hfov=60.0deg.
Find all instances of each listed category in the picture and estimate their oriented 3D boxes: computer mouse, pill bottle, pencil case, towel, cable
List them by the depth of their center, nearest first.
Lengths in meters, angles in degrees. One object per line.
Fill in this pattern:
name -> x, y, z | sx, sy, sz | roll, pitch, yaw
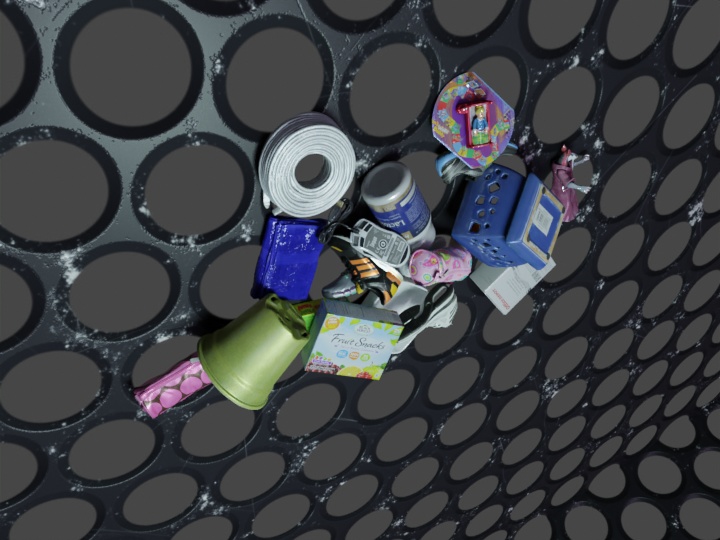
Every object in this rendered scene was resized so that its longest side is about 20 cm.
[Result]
cable -> -0.105, -0.205, 1.227 | 0.197, 0.069, 0.203 | -22, 132, -17
computer mouse -> 0.013, -0.068, 1.338 | 0.198, 0.044, 0.111 | 28, 81, -13
towel -> -0.151, -0.020, 1.350 | 0.145, 0.050, 0.203 | 1, 122, -32
pencil case -> -0.397, 0.238, 1.364 | 0.198, 0.091, 0.094 | -34, 172, -9
pill bottle -> 0.090, -0.133, 1.373 | 0.115, 0.116, 0.201 | -38, 134, -1
pencil case -> 0.187, -0.010, 1.435 | 0.199, 0.087, 0.088 | -7, 130, -58

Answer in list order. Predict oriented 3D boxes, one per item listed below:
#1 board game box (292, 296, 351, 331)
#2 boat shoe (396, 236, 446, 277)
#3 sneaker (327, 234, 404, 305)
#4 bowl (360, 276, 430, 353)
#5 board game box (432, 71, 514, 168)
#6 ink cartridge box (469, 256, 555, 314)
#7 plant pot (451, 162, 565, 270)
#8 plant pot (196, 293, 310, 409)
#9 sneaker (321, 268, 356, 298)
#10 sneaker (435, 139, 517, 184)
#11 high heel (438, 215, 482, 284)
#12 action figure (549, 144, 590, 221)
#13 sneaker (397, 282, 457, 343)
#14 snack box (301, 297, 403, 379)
board game box -> -0.121, 0.127, 1.482 | 0.197, 0.048, 0.103 | -12, 128, -25
boat shoe -> 0.140, -0.035, 1.497 | 0.199, 0.068, 0.073 | -35, 132, -47
sneaker -> 0.000, 0.000, 1.388 | 0.198, 0.070, 0.091 | 33, 77, -14
bowl -> 0.078, 0.101, 1.571 | 0.198, 0.075, 0.201 | 23, 109, -41
board game box -> 0.249, -0.317, 1.335 | 0.199, 0.039, 0.159 | 35, 92, -21
ink cartridge box -> 0.416, 0.000, 1.702 | 0.200, 0.086, 0.146 | -44, 134, 6
plant pot -> 0.357, -0.120, 1.464 | 0.199, 0.178, 0.203 | 30, 80, -43
plant pot -> -0.212, 0.156, 1.327 | 0.184, 0.201, 0.200 | -43, 135, 12
sneaker -> -0.008, -0.004, 1.457 | 0.197, 0.074, 0.089 | -21, 109, -21
sneaker -> 0.263, -0.249, 1.417 | 0.196, 0.071, 0.084 | -20, 107, -12
high heel -> 0.258, -0.050, 1.596 | 0.201, 0.067, 0.096 | -51, 154, 11
action figure -> 0.518, -0.228, 1.613 | 0.146, 0.134, 0.203 | 0, 121, 21
sneaker -> 0.168, 0.132, 1.549 | 0.200, 0.076, 0.116 | -39, 133, -6
snack box -> -0.021, 0.164, 1.465 | 0.197, 0.068, 0.171 | 11, 119, -24
